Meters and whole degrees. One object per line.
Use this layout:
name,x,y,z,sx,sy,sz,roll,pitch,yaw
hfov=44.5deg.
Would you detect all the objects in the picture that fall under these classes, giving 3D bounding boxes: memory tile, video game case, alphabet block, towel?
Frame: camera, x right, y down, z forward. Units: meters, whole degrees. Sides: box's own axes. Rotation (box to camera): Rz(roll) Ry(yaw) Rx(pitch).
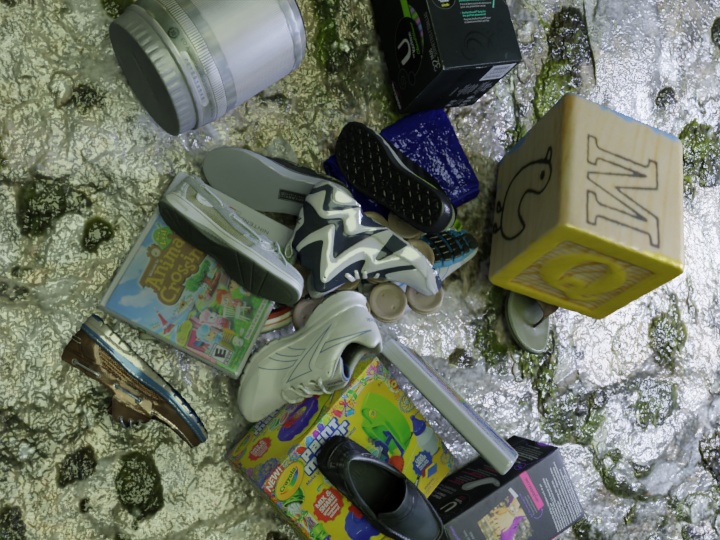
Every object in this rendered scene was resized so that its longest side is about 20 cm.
memory tile,0.000,0.000,1.112,0.196,0.017,0.156,-11,68,-11
video game case,0.114,0.167,1.088,0.022,0.182,0.200,-46,75,2
video game case,-0.183,0.001,1.050,0.179,0.022,0.203,27,63,-3
alphabet block,0.303,-0.079,1.186,0.193,0.196,0.204,17,62,-14
towel,0.063,-0.125,1.195,0.198,0.049,0.150,-30,99,-21

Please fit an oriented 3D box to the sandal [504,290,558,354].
sandal,0.262,0.018,1.265,0.079,0.057,0.205,20,79,-22

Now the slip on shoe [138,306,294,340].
slip on shoe,-0.172,0.053,1.078,0.196,0.074,0.063,0,84,-18

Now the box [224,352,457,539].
box,-0.022,0.231,1.081,0.200,0.121,0.194,-47,116,-17

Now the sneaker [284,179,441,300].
sneaker,-0.006,-0.001,1.067,0.198,0.079,0.131,37,91,-17

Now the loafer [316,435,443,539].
loafer,0.031,0.262,1.004,0.200,0.070,0.069,45,75,-27

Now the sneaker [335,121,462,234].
sneaker,0.048,-0.112,1.132,0.200,0.082,0.072,45,109,18

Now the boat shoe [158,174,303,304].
boat shoe,-0.143,-0.037,1.028,0.200,0.075,0.065,34,61,10

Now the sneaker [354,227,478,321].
sneaker,0.071,0.010,1.181,0.197,0.075,0.088,-24,131,-13

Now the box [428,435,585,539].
box,0.180,0.323,1.181,0.197,0.122,0.108,-26,98,-21

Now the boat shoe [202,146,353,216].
boat shoe,-0.102,-0.108,1.117,0.196,0.057,0.070,19,110,-3

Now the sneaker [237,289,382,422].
sneaker,-0.061,0.111,1.018,0.199,0.088,0.074,-41,144,6

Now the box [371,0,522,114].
box,0.105,-0.334,1.157,0.122,0.148,0.204,-11,81,-22

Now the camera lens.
camera lens,-0.175,-0.274,1.043,0.199,0.159,0.162,-36,101,-20

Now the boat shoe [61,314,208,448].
boat shoe,-0.266,0.146,1.038,0.200,0.072,0.072,45,77,-4
